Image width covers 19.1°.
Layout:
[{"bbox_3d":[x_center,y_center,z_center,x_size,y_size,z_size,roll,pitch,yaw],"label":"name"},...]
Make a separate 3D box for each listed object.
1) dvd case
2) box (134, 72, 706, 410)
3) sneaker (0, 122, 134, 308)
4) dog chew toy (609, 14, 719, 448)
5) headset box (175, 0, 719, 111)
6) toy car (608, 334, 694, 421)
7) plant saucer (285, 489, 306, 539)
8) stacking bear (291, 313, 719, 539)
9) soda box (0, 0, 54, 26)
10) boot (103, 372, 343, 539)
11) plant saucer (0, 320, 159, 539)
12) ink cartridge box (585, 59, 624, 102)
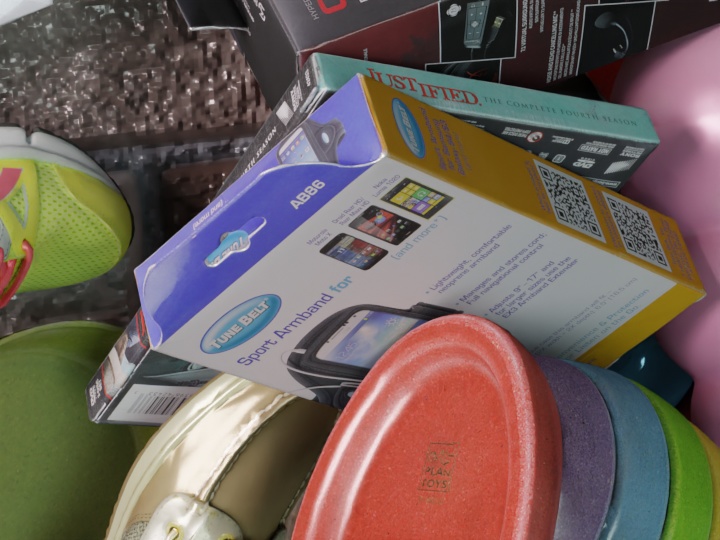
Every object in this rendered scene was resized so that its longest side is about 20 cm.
[{"bbox_3d":[0.000,0.000,0.801,0.145,0.022,0.200,6,139,-31],"label":"dvd case"},{"bbox_3d":[0.016,0.001,0.757,0.199,0.042,0.119,23,130,-41],"label":"box"},{"bbox_3d":[-0.166,0.002,0.781,0.199,0.091,0.078,-3,143,-38],"label":"sneaker"},{"bbox_3d":[0.164,-0.007,0.842,0.124,0.124,0.201,-5,87,-18],"label":"dog chew toy"},{"bbox_3d":[0.022,-0.134,0.787,0.199,0.149,0.075,-20,148,-11],"label":"headset box"},{"bbox_3d":[0.177,0.129,0.911,0.184,0.200,0.177,28,97,-26],"label":"toy car"},{"bbox_3d":[0.030,0.145,0.903,0.037,0.199,0.201,-48,128,-49],"label":"plant saucer"},{"bbox_3d":[0.093,0.100,0.774,0.199,0.121,0.114,25,73,-34],"label":"stacking bear"},{"bbox_3d":[-0.217,-0.093,0.771,0.199,0.064,0.068,-25,115,-9],"label":"soda box"},{"bbox_3d":[-0.040,0.142,0.793,0.072,0.155,0.200,23,107,-49],"label":"boot"},{"bbox_3d":[-0.140,0.112,0.847,0.200,0.031,0.201,-23,122,-43],"label":"plant saucer"},{"bbox_3d":[0.185,-0.100,0.919,0.160,0.047,0.200,-40,119,-2],"label":"ink cartridge box"}]
